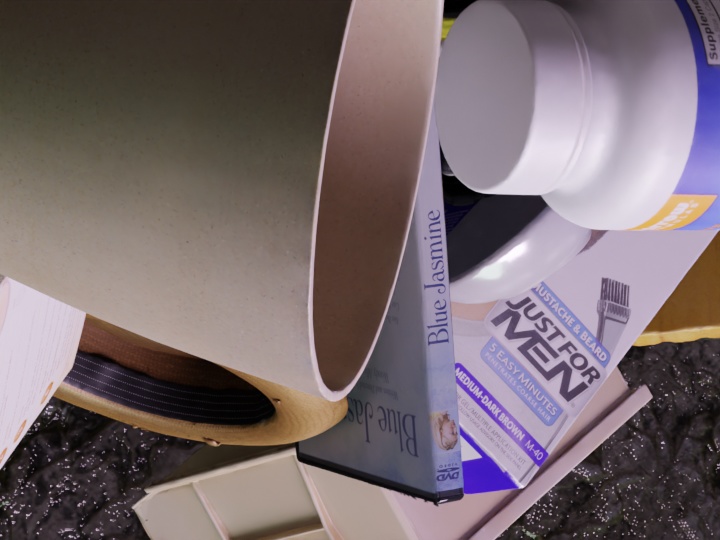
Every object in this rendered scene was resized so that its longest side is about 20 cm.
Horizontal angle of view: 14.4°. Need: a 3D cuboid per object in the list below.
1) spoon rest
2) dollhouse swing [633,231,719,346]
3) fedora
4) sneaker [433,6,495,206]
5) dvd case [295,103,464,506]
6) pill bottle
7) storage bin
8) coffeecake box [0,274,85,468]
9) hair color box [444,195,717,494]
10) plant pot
[{"bbox_3d":[0.101,-0.053,1.342,0.200,0.061,0.099,-40,-170,-26],"label":"spoon rest"},{"bbox_3d":[0.179,-0.010,1.663,0.200,0.182,0.176,-6,153,20],"label":"dollhouse swing"},{"bbox_3d":[-0.095,0.014,1.321,0.201,0.082,0.201,14,159,5],"label":"fedora"},{"bbox_3d":[0.035,-0.068,1.339,0.074,0.085,0.200,-1,172,-5],"label":"sneaker"},{"bbox_3d":[0.000,0.000,1.318,0.018,0.200,0.143,-8,-172,-28],"label":"dvd case"},{"bbox_3d":[0.137,-0.072,1.231,0.200,0.112,0.112,-1,174,-29],"label":"pill bottle"},{"bbox_3d":[0.011,0.095,1.523,0.199,0.094,0.200,-19,-166,47],"label":"storage bin"},{"bbox_3d":[-0.174,0.035,1.116,0.073,0.200,0.154,25,134,6],"label":"coffeecake box"},{"bbox_3d":[0.087,0.001,1.415,0.109,0.200,0.065,45,155,-15],"label":"hair color box"},{"bbox_3d":[-0.088,-0.064,0.983,0.200,0.187,0.187,10,176,10],"label":"plant pot"}]
